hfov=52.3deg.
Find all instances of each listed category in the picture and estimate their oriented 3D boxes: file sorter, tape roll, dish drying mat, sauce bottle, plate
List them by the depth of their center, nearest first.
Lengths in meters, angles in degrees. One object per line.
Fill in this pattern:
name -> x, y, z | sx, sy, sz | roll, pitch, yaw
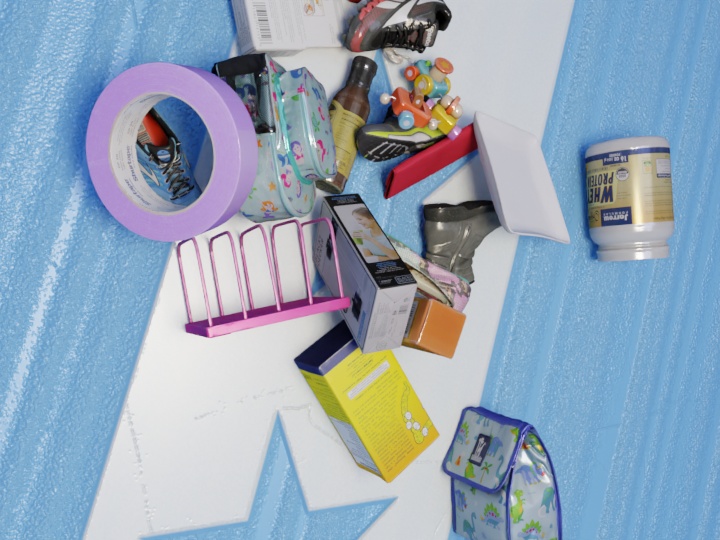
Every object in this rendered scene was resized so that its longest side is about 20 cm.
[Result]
tape roll -> -0.224, -0.141, 0.876 | 0.194, 0.066, 0.207 | 2, 101, 12
file sorter -> -0.136, 0.005, 0.987 | 0.195, 0.138, 0.129 | -11, 93, -25
sauce bottle -> -0.023, -0.217, 1.086 | 0.064, 0.064, 0.205 | 23, 78, -23
dish drying mat -> 0.119, -0.179, 1.152 | 0.197, 0.077, 0.018 | -31, 71, -23
plate -> 0.252, -0.140, 1.171 | 0.197, 0.032, 0.205 | 5, 65, -47

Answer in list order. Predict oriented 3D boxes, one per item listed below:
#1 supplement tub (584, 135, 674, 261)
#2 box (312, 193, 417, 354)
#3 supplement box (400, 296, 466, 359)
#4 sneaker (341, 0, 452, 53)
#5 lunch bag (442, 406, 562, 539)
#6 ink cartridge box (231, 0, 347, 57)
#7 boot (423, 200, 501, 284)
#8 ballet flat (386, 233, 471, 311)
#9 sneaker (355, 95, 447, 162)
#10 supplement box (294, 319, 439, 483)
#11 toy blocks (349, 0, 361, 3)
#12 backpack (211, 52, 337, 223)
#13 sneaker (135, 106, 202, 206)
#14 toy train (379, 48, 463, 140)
supplement tub -> 0.469, -0.121, 1.276 | 0.141, 0.144, 0.207 | -4, 91, -25
box -> 0.000, 0.000, 1.006 | 0.059, 0.202, 0.119 | -7, 134, -24
supplement box -> 0.067, 0.075, 1.050 | 0.065, 0.199, 0.071 | 23, 84, -23
sneaker -> 0.062, -0.369, 1.102 | 0.198, 0.071, 0.098 | -33, 71, -29
lunch bag -> 0.217, 0.324, 1.135 | 0.124, 0.169, 0.207 | -3, 91, -25
ink cartridge box -> -0.110, -0.416, 1.059 | 0.171, 0.043, 0.206 | -14, 95, -40
boot -> 0.179, -0.043, 1.192 | 0.195, 0.067, 0.135 | -6, 104, -26
ballet flat -> 0.075, 0.009, 1.101 | 0.197, 0.069, 0.072 | 29, 59, -5
sneaker -> 0.056, -0.220, 1.109 | 0.198, 0.073, 0.083 | -19, 84, -49
supplement box -> 0.009, 0.186, 1.070 | 0.109, 0.108, 0.203 | -35, 104, -21
toy blocks -> 0.039, -0.460, 1.059 | 0.137, 0.200, 0.100 | -47, 108, -6
backpack -> -0.110, -0.167, 0.972 | 0.146, 0.177, 0.207 | -2, 89, 11
sneaker -> -0.260, -0.135, 0.955 | 0.078, 0.089, 0.203 | -35, 104, -21
toy train -> 0.095, -0.275, 1.088 | 0.148, 0.056, 0.204 | 25, 40, -27
